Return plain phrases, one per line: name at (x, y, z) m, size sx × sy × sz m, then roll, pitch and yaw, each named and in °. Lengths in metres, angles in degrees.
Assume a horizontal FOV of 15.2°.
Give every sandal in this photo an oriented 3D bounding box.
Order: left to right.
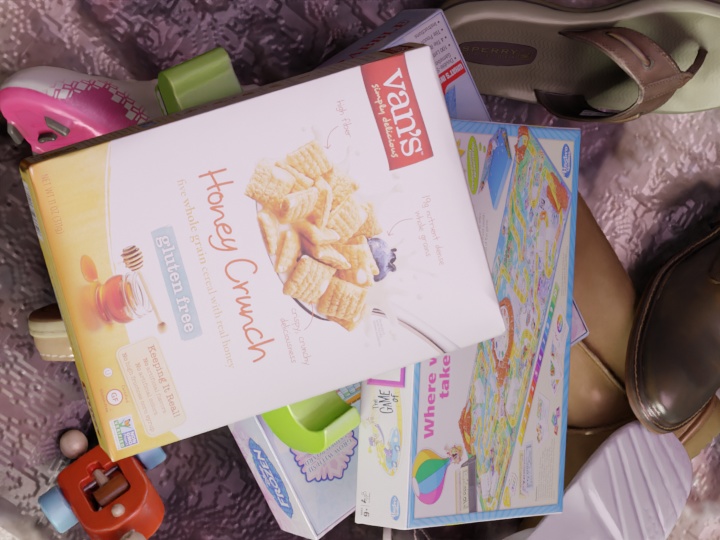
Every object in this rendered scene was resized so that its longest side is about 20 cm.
sandal at (0.108, 0.170, 1.474) m, size 0.079 × 0.059 × 0.207 m, roll 45°, pitch 65°, yaw -5°
sandal at (0.129, -0.107, 1.473) m, size 0.199 × 0.058 × 0.080 m, roll -1°, pitch 133°, yaw -9°

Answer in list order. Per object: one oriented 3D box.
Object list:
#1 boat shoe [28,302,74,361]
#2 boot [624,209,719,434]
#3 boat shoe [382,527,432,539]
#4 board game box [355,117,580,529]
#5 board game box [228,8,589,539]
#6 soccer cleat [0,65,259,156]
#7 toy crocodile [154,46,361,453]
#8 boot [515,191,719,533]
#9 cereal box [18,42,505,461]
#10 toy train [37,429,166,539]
boat shoe at (-0.080, 0.049, 1.415) m, size 0.199 × 0.071 × 0.065 m, roll 4°, pitch 95°, yaw -28°
boot at (0.222, 0.009, 1.509) m, size 0.075 × 0.097 × 0.200 m, roll 50°, pitch 51°, yaw -17°
boat shoe at (0.060, 0.219, 1.510) m, size 0.057 × 0.067 × 0.201 m, roll -12°, pitch 114°, yaw 9°
board game box at (0.056, 0.025, 1.362) m, size 0.134 × 0.034 × 0.202 m, roll 1°, pitch 92°, yaw -51°
board game box at (0.000, 0.000, 1.395) m, size 0.199 × 0.041 × 0.200 m, roll -34°, pitch 110°, yaw -25°
soccer cleat at (-0.096, -0.071, 1.399) m, size 0.199 × 0.070 × 0.087 m, roll 29°, pitch 69°, yaw -30°
toy crocodile at (-0.051, -0.008, 1.303) m, size 0.067 × 0.062 × 0.201 m, roll -21°, pitch 104°, yaw -28°
boot at (0.096, 0.060, 1.516) m, size 0.175 × 0.066 × 0.200 m, roll -48°, pitch 114°, yaw -19°
cereal box at (-0.044, -0.010, 1.256) m, size 0.199 × 0.040 × 0.145 m, roll -18°, pitch 100°, yaw -11°
toy train at (-0.161, 0.174, 1.371) m, size 0.200 × 0.150 × 0.056 m, roll -38°, pitch 131°, yaw -8°
